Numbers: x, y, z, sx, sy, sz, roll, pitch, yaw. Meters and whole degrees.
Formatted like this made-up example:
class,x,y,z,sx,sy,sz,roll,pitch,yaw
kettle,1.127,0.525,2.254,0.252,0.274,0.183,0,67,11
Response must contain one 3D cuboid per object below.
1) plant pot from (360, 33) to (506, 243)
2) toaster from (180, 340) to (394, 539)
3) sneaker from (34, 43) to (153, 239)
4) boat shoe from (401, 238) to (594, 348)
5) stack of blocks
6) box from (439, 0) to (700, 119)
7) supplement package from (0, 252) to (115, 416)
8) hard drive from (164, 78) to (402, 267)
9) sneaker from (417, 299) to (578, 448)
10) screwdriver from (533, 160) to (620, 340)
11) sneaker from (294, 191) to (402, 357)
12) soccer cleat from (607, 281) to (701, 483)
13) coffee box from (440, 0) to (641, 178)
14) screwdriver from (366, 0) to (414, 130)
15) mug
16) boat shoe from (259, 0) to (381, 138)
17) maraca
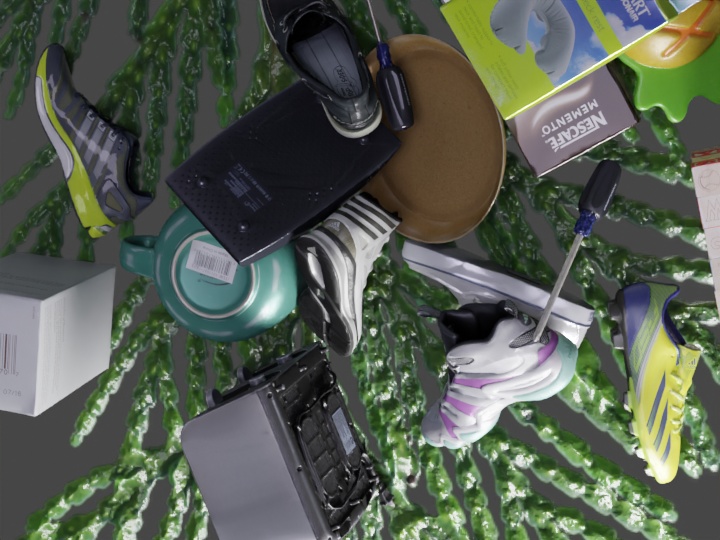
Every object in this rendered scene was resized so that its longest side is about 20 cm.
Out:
class,x,y,z,sx,sy,sz,roll,pitch,yaw
plant pot,0.065,-0.127,1.489,0.199,0.027,0.202,16,114,39
toaster,-0.072,0.189,1.541,0.118,0.181,0.201,-20,96,20
sneaker,-0.272,-0.138,1.586,0.080,0.074,0.201,-19,102,6
boat shoe,0.127,0.029,1.520,0.199,0.074,0.066,23,100,9
stack of blocks,0.353,-0.012,1.441,0.058,0.115,0.202,-10,99,14
box,0.184,-0.234,1.371,0.199,0.048,0.122,-30,92,28
supplement package,-0.336,0.059,1.560,0.116,0.200,0.118,7,101,11
hard drive,-0.073,-0.096,1.489,0.200,0.042,0.135,-37,65,-17
sneaker,0.097,0.086,1.499,0.140,0.078,0.200,39,127,-20
screwdriver,0.201,-0.021,1.451,0.028,0.029,0.201,26,63,2
sneaker,0.000,0.000,1.521,0.076,0.201,0.115,38,66,22
soccer cleat,0.293,0.109,1.504,0.083,0.065,0.202,-11,98,7
coffee box,0.170,-0.204,1.463,0.112,0.080,0.201,-28,93,16
screwdriver,0.018,-0.231,1.468,0.028,0.029,0.202,-10,93,54
mug,-0.144,0.001,1.552,0.184,0.114,0.153,-29,93,15
boat shoe,-0.043,-0.221,1.483,0.074,0.066,0.200,-24,70,-1
maraca,0.281,-0.238,1.421,0.136,0.107,0.201,-22,104,-1
